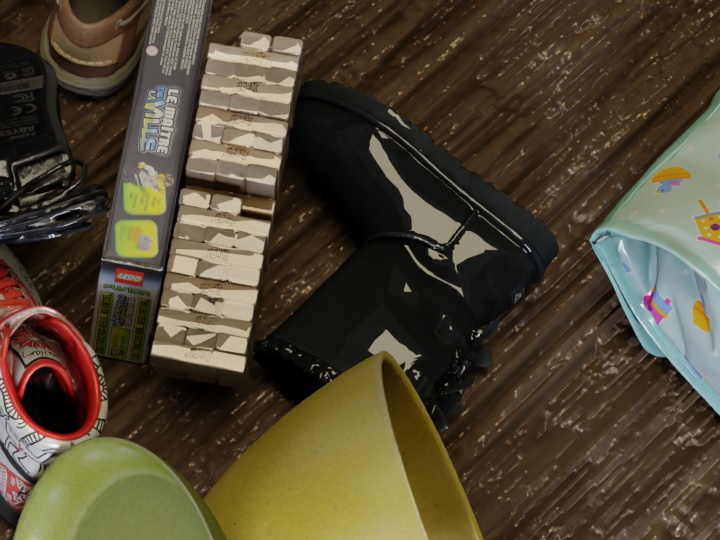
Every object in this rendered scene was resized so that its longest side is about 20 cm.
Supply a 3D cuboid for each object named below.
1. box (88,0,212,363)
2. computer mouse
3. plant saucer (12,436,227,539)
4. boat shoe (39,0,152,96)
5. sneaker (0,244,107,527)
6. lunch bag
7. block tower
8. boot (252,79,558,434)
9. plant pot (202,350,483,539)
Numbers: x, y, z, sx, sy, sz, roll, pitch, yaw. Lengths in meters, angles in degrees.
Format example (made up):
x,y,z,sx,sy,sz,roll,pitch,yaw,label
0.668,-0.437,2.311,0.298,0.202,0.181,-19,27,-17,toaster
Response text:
x,y,z,sx,sy,sz,roll,pitch,yaw,label
-0.117,-0.062,1.527,0.034,0.110,0.201,10,59,-4,box
-0.211,-0.059,1.517,0.137,0.053,0.200,-8,35,-3,computer mouse
-0.113,0.183,1.357,0.031,0.200,0.201,-1,58,-40,plant saucer
-0.138,-0.200,1.622,0.075,0.072,0.201,13,60,-2,boat shoe
-0.188,0.030,1.461,0.067,0.108,0.202,-11,64,-23,sneaker
0.247,-0.004,1.552,0.200,0.122,0.170,43,64,8,lunch bag
-0.074,-0.031,1.507,0.054,0.058,0.201,9,67,2,block tower
-0.001,0.000,1.540,0.198,0.073,0.163,35,67,12,boot
-0.015,0.160,1.394,0.141,0.200,0.201,-22,64,8,plant pot
